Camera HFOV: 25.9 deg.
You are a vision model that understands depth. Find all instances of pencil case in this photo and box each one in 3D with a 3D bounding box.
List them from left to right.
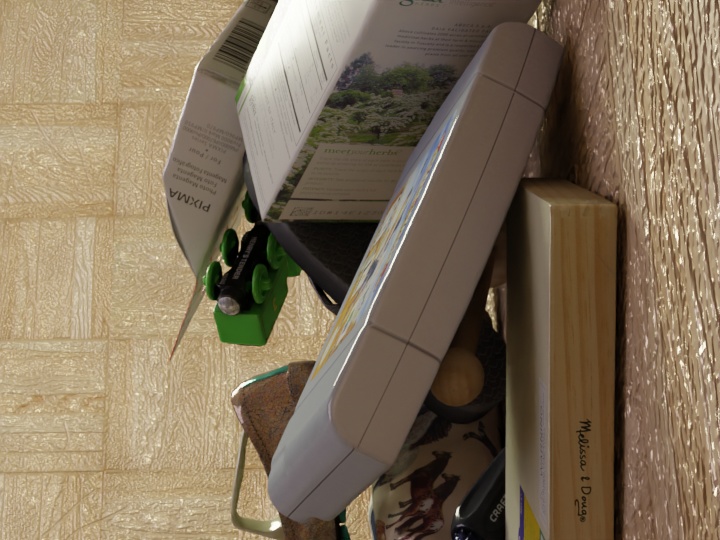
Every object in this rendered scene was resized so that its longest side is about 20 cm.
[{"bbox_3d":[0.037,0.108,0.863,0.078,0.088,0.202,67,-165,-49],"label":"pencil case"}]

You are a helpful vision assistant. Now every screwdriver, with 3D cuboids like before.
[{"bbox_3d":[0.027,0.139,0.654,0.200,0.028,0.029,-45,-64,-43],"label":"screwdriver"}]

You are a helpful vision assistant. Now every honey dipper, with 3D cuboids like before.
[{"bbox_3d":[0.051,0.011,0.687,0.200,0.037,0.038,-71,-18,-68],"label":"honey dipper"}]

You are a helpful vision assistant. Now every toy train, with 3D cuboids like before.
[{"bbox_3d":[-0.047,-0.032,0.953,0.201,0.041,0.057,-68,-25,-47],"label":"toy train"}]

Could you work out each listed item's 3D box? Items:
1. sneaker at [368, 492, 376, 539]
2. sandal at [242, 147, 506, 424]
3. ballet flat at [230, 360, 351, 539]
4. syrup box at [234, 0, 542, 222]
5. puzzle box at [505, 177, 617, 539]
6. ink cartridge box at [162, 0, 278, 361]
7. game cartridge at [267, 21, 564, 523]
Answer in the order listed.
[{"bbox_3d":[0.041,0.166,0.994,0.201,0.074,0.085,92,-178,-50],"label":"sneaker"},{"bbox_3d":[0.000,0.001,0.835,0.201,0.076,0.043,54,142,8],"label":"sandal"},{"bbox_3d":[-0.034,0.144,0.844,0.068,0.066,0.203,-90,-8,-75],"label":"ballet flat"},{"bbox_3d":[0.009,-0.108,0.747,0.201,0.078,0.082,122,140,-51],"label":"syrup box"},{"bbox_3d":[0.075,0.068,0.606,0.133,0.025,0.203,-103,12,-82],"label":"puzzle box"},{"bbox_3d":[-0.085,-0.070,0.959,0.201,0.057,0.163,-61,5,35],"label":"ink cartridge box"},{"bbox_3d":[0.023,-0.002,0.645,0.133,0.041,0.202,116,178,-64],"label":"game cartridge"}]
